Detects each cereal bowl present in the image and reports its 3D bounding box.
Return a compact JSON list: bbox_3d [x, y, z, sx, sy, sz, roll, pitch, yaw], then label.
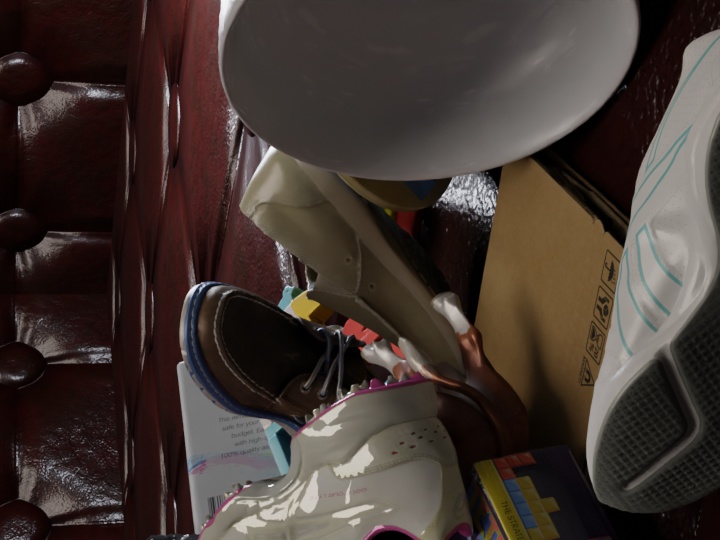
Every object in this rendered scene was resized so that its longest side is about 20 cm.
[{"bbox_3d":[0.029,-0.130,0.594,0.200,0.199,0.084,117,153,-57],"label":"cereal bowl"}]

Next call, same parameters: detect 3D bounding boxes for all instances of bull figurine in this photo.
[{"bbox_3d":[0.041,0.109,0.679,0.122,0.065,0.201,61,150,31],"label":"bull figurine"}]

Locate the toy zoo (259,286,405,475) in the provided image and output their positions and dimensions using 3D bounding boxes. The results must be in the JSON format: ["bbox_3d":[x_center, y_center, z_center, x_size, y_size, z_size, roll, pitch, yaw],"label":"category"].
[{"bbox_3d":[-0.018,0.082,0.881,0.131,0.020,0.201,-43,48,19],"label":"toy zoo"}]

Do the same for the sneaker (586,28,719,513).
[{"bbox_3d":[0.133,0.002,0.480,0.080,0.070,0.201,-104,25,-65],"label":"sneaker"}]

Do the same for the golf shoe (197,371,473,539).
[{"bbox_3d":[-0.018,0.133,0.620,0.200,0.075,0.092,-48,63,42],"label":"golf shoe"}]

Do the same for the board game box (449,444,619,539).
[{"bbox_3d":[0.093,0.212,0.573,0.166,0.056,0.201,105,150,-44],"label":"board game box"}]

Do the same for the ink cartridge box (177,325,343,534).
[{"bbox_3d":[-0.053,0.156,0.942,0.083,0.145,0.201,81,177,-51],"label":"ink cartridge box"}]

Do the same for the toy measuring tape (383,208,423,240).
[{"bbox_3d":[0.002,-0.044,0.837,0.200,0.073,0.074,41,-134,-76],"label":"toy measuring tape"}]

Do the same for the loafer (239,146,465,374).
[{"bbox_3d":[0.000,0.000,0.754,0.200,0.068,0.076,52,-167,-20],"label":"loafer"}]

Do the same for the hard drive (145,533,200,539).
[{"bbox_3d":[-0.125,0.219,0.765,0.199,0.140,0.038,-16,108,51],"label":"hard drive"}]

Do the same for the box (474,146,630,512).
[{"bbox_3d":[0.097,0.048,0.661,0.164,0.021,0.201,-119,33,-61],"label":"box"}]

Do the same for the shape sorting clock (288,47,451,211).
[{"bbox_3d":[0.002,-0.131,0.742,0.039,0.199,0.201,-21,64,34],"label":"shape sorting clock"}]

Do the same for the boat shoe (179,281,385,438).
[{"bbox_3d":[-0.030,0.060,0.749,0.072,0.200,0.073,-6,62,30],"label":"boat shoe"}]
